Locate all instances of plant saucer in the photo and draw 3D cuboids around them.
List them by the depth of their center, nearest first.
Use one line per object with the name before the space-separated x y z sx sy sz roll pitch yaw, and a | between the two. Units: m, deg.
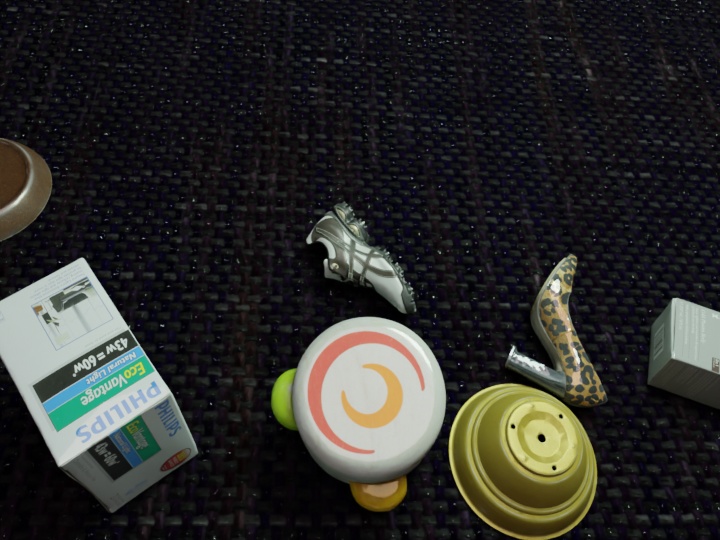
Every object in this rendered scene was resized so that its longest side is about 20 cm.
plant saucer | -0.564 -0.127 0.979 0.196 0.035 0.204 3 59 -5

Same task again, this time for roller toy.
roller toy | 0.011 0.164 0.806 0.199 0.140 0.183 40 72 15

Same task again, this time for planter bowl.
planter bowl | 0.215 0.221 0.828 0.196 0.084 0.204 3 58 -5

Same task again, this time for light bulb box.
light bulb box | -0.298 0.135 0.750 0.124 0.200 0.200 -32 65 -22

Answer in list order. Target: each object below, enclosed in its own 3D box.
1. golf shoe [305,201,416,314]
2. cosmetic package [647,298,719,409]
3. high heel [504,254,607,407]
golf shoe | 0.000 0.000 0.956 0.094 0.078 0.201 -37 66 -7
cosmetic package | 0.511 0.130 0.921 0.196 0.091 0.108 16 54 7
high heel | 0.304 0.085 0.928 0.141 0.072 0.202 26 73 15
